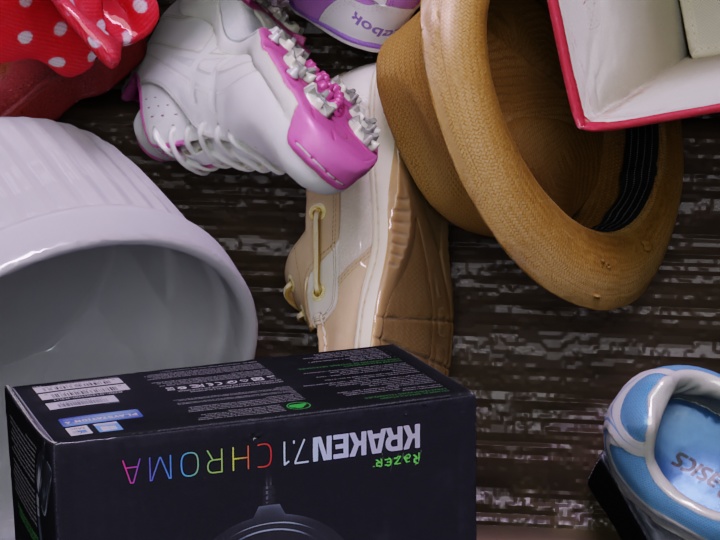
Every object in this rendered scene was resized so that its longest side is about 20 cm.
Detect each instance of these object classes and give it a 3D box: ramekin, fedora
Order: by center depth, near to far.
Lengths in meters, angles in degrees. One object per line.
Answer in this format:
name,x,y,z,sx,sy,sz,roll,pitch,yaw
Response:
ramekin,-0.154,0.028,0.823,0.199,0.201,0.105,-35,55,-4
fedora,0.069,-0.073,0.857,0.081,0.200,0.203,-12,75,38

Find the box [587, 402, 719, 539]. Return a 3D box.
box,0.219,0.099,0.825,0.199,0.104,0.149,-28,77,-2

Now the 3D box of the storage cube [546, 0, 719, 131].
storage cube,0.179,-0.173,0.796,0.198,0.179,0.173,-8,103,31

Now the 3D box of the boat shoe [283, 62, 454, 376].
boat shoe,0.000,0.000,0.884,0.069,0.074,0.202,-5,70,31

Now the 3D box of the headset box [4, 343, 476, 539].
headset box,-0.047,0.144,0.771,0.172,0.093,0.202,-4,102,-20

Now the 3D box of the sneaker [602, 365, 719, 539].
sneaker,0.186,0.098,0.739,0.198,0.073,0.072,24,79,7

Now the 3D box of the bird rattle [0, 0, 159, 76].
bird rattle,-0.101,-0.175,0.812,0.199,0.112,0.165,-22,99,-28

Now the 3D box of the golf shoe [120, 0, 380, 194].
golf shoe,-0.053,-0.070,0.861,0.092,0.200,0.075,-47,121,7

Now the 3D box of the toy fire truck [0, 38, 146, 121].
toy fire truck,-0.219,-0.099,0.896,0.199,0.113,0.168,25,53,31

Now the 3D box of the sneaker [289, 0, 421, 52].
sneaker,-0.014,-0.190,0.920,0.072,0.115,0.202,8,44,-26
